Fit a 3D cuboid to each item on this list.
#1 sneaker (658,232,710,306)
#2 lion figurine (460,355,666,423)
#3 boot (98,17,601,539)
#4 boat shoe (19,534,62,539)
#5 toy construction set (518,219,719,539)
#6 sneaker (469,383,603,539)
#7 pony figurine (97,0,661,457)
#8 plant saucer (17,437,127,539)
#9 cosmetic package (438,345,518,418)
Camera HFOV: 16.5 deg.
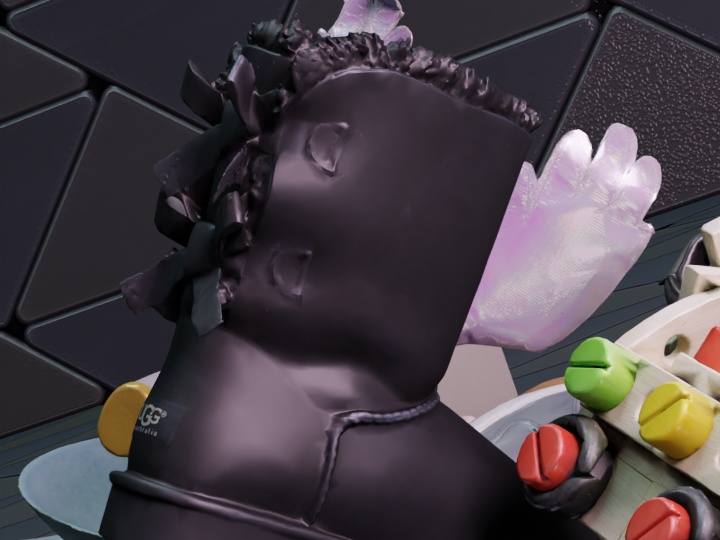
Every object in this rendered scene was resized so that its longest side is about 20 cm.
[{"bbox_3d":[0.163,0.025,1.085,0.066,0.091,0.200,-19,2,-5],"label":"sneaker"},{"bbox_3d":[0.072,0.076,0.976,0.122,0.072,0.200,-16,-3,11],"label":"lion figurine"},{"bbox_3d":[0.017,0.020,0.758,0.198,0.163,0.073,17,-2,-34],"label":"boot"},{"bbox_3d":[-0.133,0.153,1.113,0.200,0.072,0.062,-17,-23,-11],"label":"boat shoe"},{"bbox_3d":[0.118,0.033,0.697,0.131,0.092,0.200,-59,15,1],"label":"toy construction set"},{"bbox_3d":[0.114,0.061,0.844,0.200,0.084,0.121,-19,-8,-21],"label":"sneaker"},{"bbox_3d":[0.000,0.000,0.989,0.193,0.167,0.200,-61,-19,15],"label":"pony figurine"},{"bbox_3d":[-0.041,0.107,1.028,0.201,0.039,0.201,3,10,-1],"label":"plant saucer"},{"bbox_3d":[-0.013,0.091,1.273,0.104,0.073,0.200,-18,3,39],"label":"cosmetic package"}]
